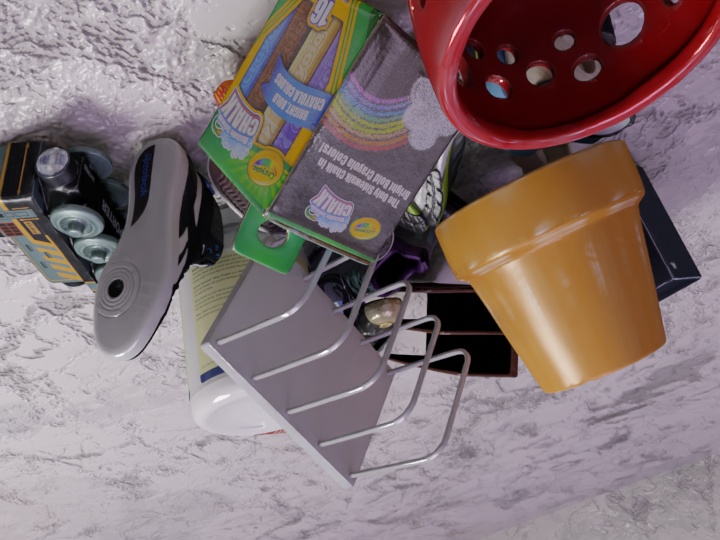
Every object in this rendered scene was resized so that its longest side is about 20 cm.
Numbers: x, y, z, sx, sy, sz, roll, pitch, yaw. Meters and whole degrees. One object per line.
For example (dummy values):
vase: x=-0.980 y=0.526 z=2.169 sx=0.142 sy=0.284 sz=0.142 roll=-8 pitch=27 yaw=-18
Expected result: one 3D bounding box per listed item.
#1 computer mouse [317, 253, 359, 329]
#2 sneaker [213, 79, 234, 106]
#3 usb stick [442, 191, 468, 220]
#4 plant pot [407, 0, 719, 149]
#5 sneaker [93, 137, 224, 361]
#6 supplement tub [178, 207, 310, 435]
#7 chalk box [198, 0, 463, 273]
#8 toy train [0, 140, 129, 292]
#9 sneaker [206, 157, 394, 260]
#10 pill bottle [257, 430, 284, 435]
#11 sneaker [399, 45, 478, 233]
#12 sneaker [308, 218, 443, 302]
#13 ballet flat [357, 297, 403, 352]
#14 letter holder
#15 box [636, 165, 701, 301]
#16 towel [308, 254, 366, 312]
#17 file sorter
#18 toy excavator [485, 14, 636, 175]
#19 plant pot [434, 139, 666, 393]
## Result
computer mouse: x=-0.014 y=-0.020 z=0.787 sx=0.057 sy=0.034 sz=0.203 roll=15 pitch=137 yaw=12
sneaker: x=-0.048 y=-0.133 z=0.735 sx=0.077 sy=0.074 sz=0.198 roll=-46 pitch=148 yaw=23
usb stick: x=0.113 y=-0.045 z=0.913 sx=0.198 sy=0.033 sz=0.055 roll=33 pitch=131 yaw=-25
plant pot: x=0.119 y=-0.211 z=0.536 sx=0.195 sy=0.186 sz=0.202 roll=-11 pitch=151 yaw=-6
sneaker: x=-0.167 y=-0.004 z=0.751 sx=0.071 sy=0.205 sz=0.112 roll=0 pitch=157 yaw=21
supplement tub: x=-0.114 y=0.052 z=0.866 sx=0.141 sy=0.204 sz=0.146 roll=-9 pitch=153 yaw=-5
chalk box: x=-0.030 y=-0.096 z=0.635 sx=0.123 sy=0.124 sz=0.202 roll=23 pitch=106 yaw=-45
toy train: x=-0.268 y=-0.044 z=0.767 sx=0.111 sy=0.087 sz=0.201 roll=-2 pitch=153 yaw=4
sneaker: x=-0.062 y=-0.073 z=0.819 sx=0.197 sy=0.085 sz=0.074 roll=28 pitch=107 yaw=-22
pill bottle: x=-0.121 y=0.170 z=1.165 sx=0.195 sy=0.114 sz=0.113 roll=-1 pitch=149 yaw=-24
sneaker: x=0.068 y=-0.137 z=0.768 sx=0.072 sy=0.081 sz=0.203 roll=22 pitch=132 yaw=9
sneaker: x=0.000 y=0.000 z=0.890 sx=0.074 sy=0.089 sz=0.198 roll=39 pitch=131 yaw=-23
ballet flat: x=0.005 y=0.089 z=0.944 sx=0.065 sy=0.058 sz=0.201 roll=1 pitch=148 yaw=-21
letter holder: x=0.076 y=0.066 z=0.995 sx=0.139 sy=0.103 sz=0.199 roll=2 pitch=179 yaw=-25
box: x=0.262 y=-0.009 z=0.972 sx=0.199 sy=0.151 sz=0.106 roll=-35 pitch=159 yaw=34
towel: x=-0.086 y=0.065 z=1.019 sx=0.197 sy=0.024 sz=0.146 roll=-23 pitch=115 yaw=18
file sorter: x=-0.012 y=0.067 z=0.746 sx=0.123 sy=0.140 sz=0.201 roll=-23 pitch=119 yaw=39
toy excavator: x=0.171 y=-0.145 z=0.789 sx=0.191 sy=0.102 sz=0.199 roll=1 pitch=161 yaw=-32
plant pot: x=0.194 y=0.006 z=0.792 sx=0.196 sy=0.187 sz=0.200 roll=-22 pitch=174 yaw=-2
